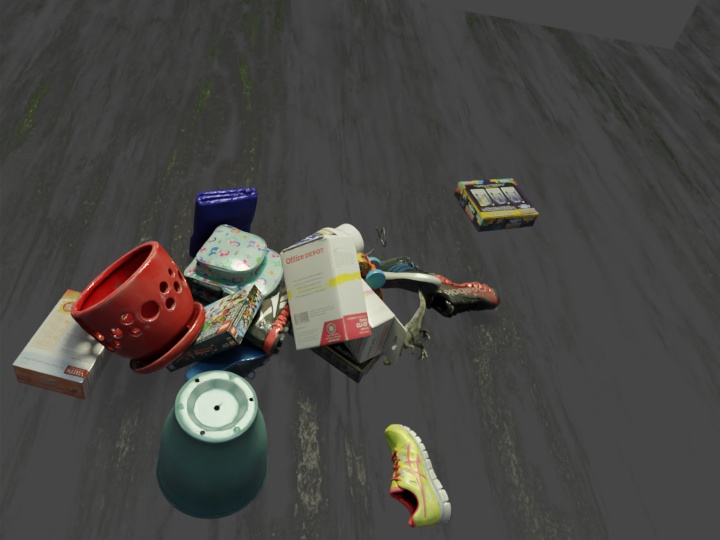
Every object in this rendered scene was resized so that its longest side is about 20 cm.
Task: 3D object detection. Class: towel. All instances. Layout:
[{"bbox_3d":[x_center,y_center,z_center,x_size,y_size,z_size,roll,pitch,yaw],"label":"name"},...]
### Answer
[{"bbox_3d":[-0.319,-0.113,1.417,0.145,0.201,0.050,-14,61,-29],"label":"towel"}]

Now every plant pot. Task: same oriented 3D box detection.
[{"bbox_3d":[-0.246,0.281,1.043,0.196,0.190,0.202,8,44,-8],"label":"plant pot"},{"bbox_3d":[-0.402,0.076,1.156,0.183,0.198,0.202,53,37,-25],"label":"plant pot"}]

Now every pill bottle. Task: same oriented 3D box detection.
[{"bbox_3d":[-0.088,-0.031,1.459,0.119,0.121,0.199,37,47,22],"label":"pill bottle"}]

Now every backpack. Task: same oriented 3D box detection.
[{"bbox_3d":[-0.269,0.007,1.355,0.197,0.152,0.179,24,42,2],"label":"backpack"}]

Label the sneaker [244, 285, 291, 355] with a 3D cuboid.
[{"bbox_3d":[-0.185,0.086,1.269,0.096,0.072,0.202,23,34,-3],"label":"sneaker"}]

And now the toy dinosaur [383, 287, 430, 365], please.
[{"bbox_3d":[0.122,0.143,1.372,0.088,0.047,0.201,48,54,-25],"label":"toy dinosaur"}]

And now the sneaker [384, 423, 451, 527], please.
[{"bbox_3d":[0.085,0.374,1.127,0.089,0.079,0.201,-13,50,-24],"label":"sneaker"}]

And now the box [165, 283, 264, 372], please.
[{"bbox_3d":[-0.291,0.113,1.210,0.038,0.198,0.138,52,32,-23],"label":"box"}]

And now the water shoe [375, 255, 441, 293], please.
[{"bbox_3d":[0.104,0.000,1.457,0.197,0.072,0.080,6,62,33],"label":"water shoe"}]

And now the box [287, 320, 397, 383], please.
[{"bbox_3d":[-0.036,0.133,1.359,0.198,0.050,0.159,33,44,17],"label":"box"}]

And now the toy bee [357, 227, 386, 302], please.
[{"bbox_3d":[0.000,0.000,1.404,0.106,0.204,0.131,-7,15,-9],"label":"toy bee"}]

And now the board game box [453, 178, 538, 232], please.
[{"bbox_3d":[0.399,-0.195,1.816,0.196,0.057,0.167,-6,49,-22],"label":"board game box"}]

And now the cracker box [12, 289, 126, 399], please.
[{"bbox_3d":[-0.552,0.139,1.194,0.131,0.058,0.202,15,42,-1],"label":"cracker box"}]

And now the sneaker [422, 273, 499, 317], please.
[{"bbox_3d":[0.237,0.073,1.473,0.196,0.072,0.099,11,43,-2],"label":"sneaker"}]

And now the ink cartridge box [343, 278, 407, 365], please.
[{"bbox_3d":[0.001,0.105,1.277,0.067,0.118,0.200,-20,53,-34],"label":"ink cartridge box"}]

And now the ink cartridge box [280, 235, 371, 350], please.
[{"bbox_3d":[-0.070,0.044,1.218,0.083,0.144,0.204,-4,82,-49],"label":"ink cartridge box"}]

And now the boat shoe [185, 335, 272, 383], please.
[{"bbox_3d":[-0.258,0.188,1.226,0.197,0.070,0.084,-19,44,-32],"label":"boat shoe"}]
